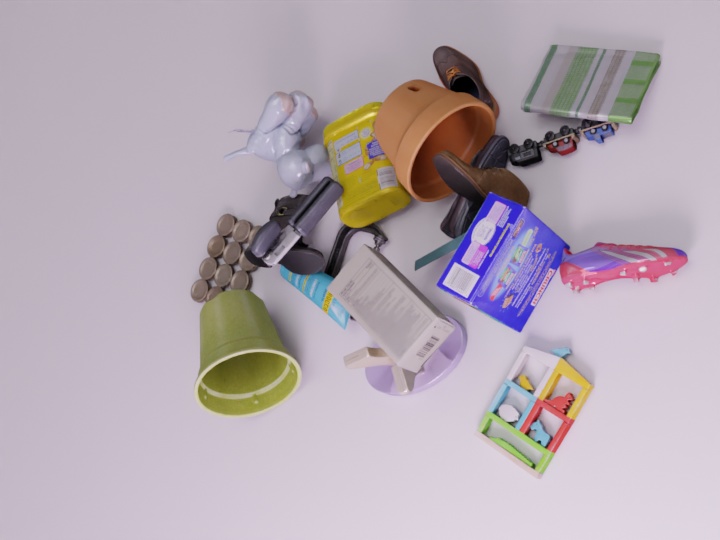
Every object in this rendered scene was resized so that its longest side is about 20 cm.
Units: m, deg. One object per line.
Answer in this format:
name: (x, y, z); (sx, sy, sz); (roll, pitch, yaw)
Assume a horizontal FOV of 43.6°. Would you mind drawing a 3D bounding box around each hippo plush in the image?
hippo plush: (-0.134, -0.246, 1.765); (0.161, 0.199, 0.160); (51, 142, 23)

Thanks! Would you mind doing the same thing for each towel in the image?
towel: (0.387, -0.312, 1.520); (0.199, 0.031, 0.150); (16, 68, 33)

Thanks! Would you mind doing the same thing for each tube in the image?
tube: (-0.076, 0.034, 1.699); (0.200, 0.050, 0.078); (32, 113, 42)

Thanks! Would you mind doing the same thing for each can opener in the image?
can opener: (-0.118, -0.096, 1.638); (0.200, 0.067, 0.053); (-50, 41, -3)

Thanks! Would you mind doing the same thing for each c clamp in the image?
c clamp: (0.000, 0.000, 1.691); (0.170, 0.027, 0.201); (6, 78, 41)

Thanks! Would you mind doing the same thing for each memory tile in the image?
memory tile: (-0.273, -0.012, 1.877); (0.153, 0.017, 0.201); (19, 86, 36)

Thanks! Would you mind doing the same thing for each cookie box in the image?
cookie box: (0.231, -0.007, 1.432); (0.075, 0.200, 0.172); (31, 91, 37)

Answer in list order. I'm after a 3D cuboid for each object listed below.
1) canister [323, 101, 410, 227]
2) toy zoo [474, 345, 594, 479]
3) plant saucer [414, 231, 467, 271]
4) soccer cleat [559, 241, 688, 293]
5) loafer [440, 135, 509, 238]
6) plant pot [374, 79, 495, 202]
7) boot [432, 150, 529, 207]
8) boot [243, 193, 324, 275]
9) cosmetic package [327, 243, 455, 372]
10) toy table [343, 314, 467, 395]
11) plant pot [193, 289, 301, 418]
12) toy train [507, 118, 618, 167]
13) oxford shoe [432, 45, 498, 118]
canister: (0.011, -0.197, 1.699); (0.148, 0.086, 0.201); (-24, 58, 24)
toy zoo: (0.282, 0.211, 1.436); (0.131, 0.020, 0.201); (32, 93, 36)
plant saucer: (0.165, -0.048, 1.519); (0.200, 0.070, 0.019); (-29, 90, 54)
soccer cleat: (0.406, -0.018, 1.407); (0.199, 0.067, 0.077); (-14, 62, 32)
loafer: (0.197, -0.149, 1.585); (0.063, 0.072, 0.201); (23, 90, 40)
plant pot: (0.118, -0.240, 1.579); (0.200, 0.200, 0.140); (-51, 57, 9)
boot: (0.204, -0.152, 1.513); (0.076, 0.200, 0.074); (-59, 26, -8)
boot: (-0.122, -0.083, 1.743); (0.199, 0.069, 0.175); (9, 53, 34)
cosmetic package: (0.048, 0.060, 1.466); (0.105, 0.071, 0.200); (-49, 56, 9)
toy table: (0.073, 0.136, 1.540); (0.200, 0.117, 0.184); (-38, 58, 16)
plant pot: (-0.228, 0.145, 1.705); (0.200, 0.200, 0.185); (-37, 46, 18)
toy train: (0.345, -0.219, 1.530); (0.199, 0.034, 0.046); (-17, 69, 28)
oxford shoe: (0.185, -0.355, 1.655); (0.071, 0.073, 0.200); (-41, 57, 14)
